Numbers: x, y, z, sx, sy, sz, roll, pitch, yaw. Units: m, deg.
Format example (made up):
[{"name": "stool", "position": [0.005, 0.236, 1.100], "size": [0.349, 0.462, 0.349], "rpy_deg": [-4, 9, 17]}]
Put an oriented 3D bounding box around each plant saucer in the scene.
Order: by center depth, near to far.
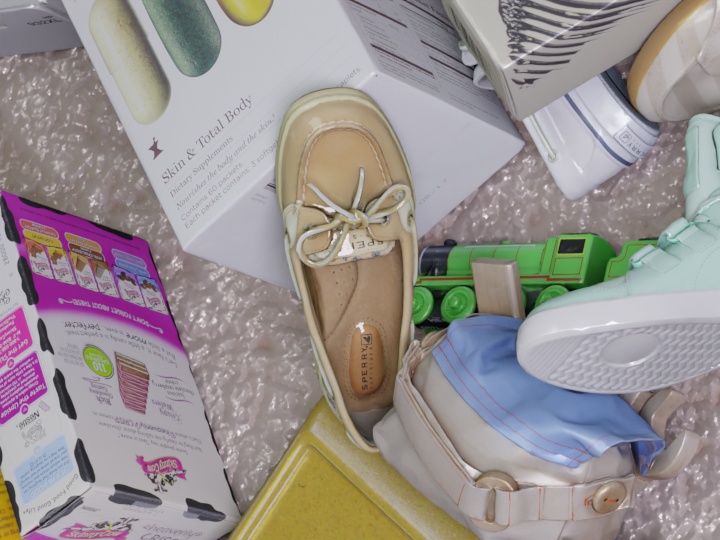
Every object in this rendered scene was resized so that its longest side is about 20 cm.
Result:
[{"name": "plant saucer", "position": [-0.013, 0.185, 1.499], "size": [0.200, 0.048, 0.201], "rpy_deg": [40, 102, 37]}]

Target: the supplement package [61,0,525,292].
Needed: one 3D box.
[{"name": "supplement package", "position": [-0.042, -0.115, 1.540], "size": [0.152, 0.150, 0.201], "rpy_deg": [-41, 57, 20]}]

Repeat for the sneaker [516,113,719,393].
[{"name": "sneaker", "position": [0.157, -0.013, 1.371], "size": [0.199, 0.074, 0.119], "rpy_deg": [-13, 61, -14]}]

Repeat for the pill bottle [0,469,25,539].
[{"name": "pill bottle", "position": [-0.201, 0.152, 1.604], "size": [0.113, 0.113, 0.201], "rpy_deg": [-34, 60, 24]}]

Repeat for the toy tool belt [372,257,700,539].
[{"name": "toy tool belt", "position": [0.105, 0.086, 1.393], "size": [0.200, 0.125, 0.123], "rpy_deg": [36, 111, 36]}]

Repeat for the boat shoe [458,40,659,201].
[{"name": "boat shoe", "position": [0.083, -0.126, 1.500], "size": [0.067, 0.073, 0.200], "rpy_deg": [-41, 58, 17]}]

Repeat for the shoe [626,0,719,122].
[{"name": "shoe", "position": [0.223, -0.129, 1.402], "size": [0.200, 0.070, 0.054], "rpy_deg": [-34, 51, 21]}]

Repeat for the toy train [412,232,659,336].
[{"name": "toy train", "position": [0.105, 0.009, 1.470], "size": [0.199, 0.042, 0.057], "rpy_deg": [0, 67, 36]}]

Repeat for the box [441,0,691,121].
[{"name": "box", "position": [0.142, -0.167, 1.425], "size": [0.199, 0.068, 0.082], "rpy_deg": [-32, 66, -2]}]

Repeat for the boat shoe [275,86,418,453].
[{"name": "boat shoe", "position": [0.000, 0.000, 1.439], "size": [0.073, 0.201, 0.063], "rpy_deg": [-12, 32, -1]}]

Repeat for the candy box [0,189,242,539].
[{"name": "candy box", "position": [-0.157, 0.064, 1.583], "size": [0.061, 0.136, 0.201], "rpy_deg": [-36, 58, 24]}]

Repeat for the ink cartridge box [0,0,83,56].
[{"name": "ink cartridge box", "position": [-0.218, -0.243, 1.746], "size": [0.144, 0.084, 0.201], "rpy_deg": [-4, 75, 35]}]
